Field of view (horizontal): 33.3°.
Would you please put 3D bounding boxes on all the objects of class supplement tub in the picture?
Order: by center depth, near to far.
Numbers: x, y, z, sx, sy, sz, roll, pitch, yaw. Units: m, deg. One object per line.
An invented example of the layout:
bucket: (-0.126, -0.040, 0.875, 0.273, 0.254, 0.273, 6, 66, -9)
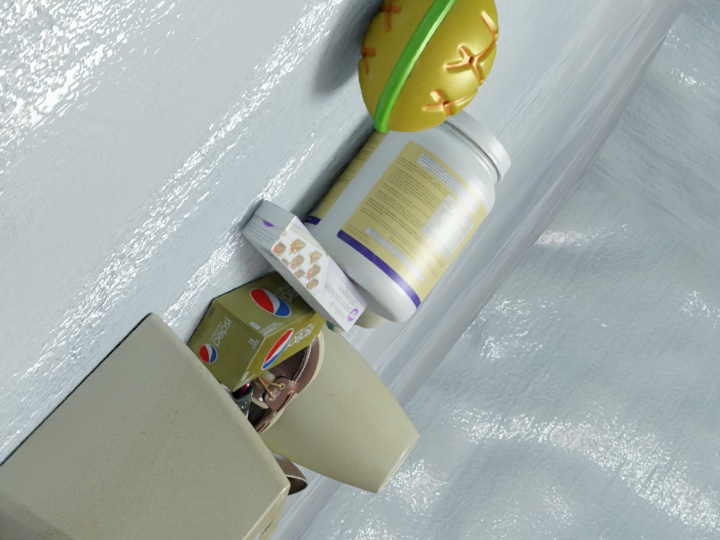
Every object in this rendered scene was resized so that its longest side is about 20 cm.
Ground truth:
supplement tub: (0.045, -0.065, 1.225, 0.200, 0.145, 0.145, -52, 169, -9)

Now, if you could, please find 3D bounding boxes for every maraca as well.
maraca: (0.066, -0.200, 0.995, 0.200, 0.107, 0.137, -59, 176, 25)

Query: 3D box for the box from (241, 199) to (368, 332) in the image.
box: (-0.049, -0.001, 1.131, 0.039, 0.041, 0.200, -54, 149, -9)

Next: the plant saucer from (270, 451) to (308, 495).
plant saucer: (-0.153, 0.212, 1.237, 0.200, 0.199, 0.032, 94, -7, -71)

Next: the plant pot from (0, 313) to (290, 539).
plant pot: (-0.172, 0.196, 1.008, 0.200, 0.177, 0.200, -48, 168, -28)

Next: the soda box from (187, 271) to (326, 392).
soda box: (-0.093, 0.052, 1.209, 0.068, 0.064, 0.200, -58, 169, 20)

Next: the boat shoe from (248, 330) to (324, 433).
boat shoe: (-0.107, 0.132, 1.395, 0.200, 0.072, 0.072, -54, 173, 36)

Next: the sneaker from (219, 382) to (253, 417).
sneaker: (-0.141, 0.147, 1.263, 0.086, 0.080, 0.200, -54, 171, -8)

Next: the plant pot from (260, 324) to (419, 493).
plant pot: (-0.029, 0.189, 1.550, 0.188, 0.200, 0.187, -52, 170, -13)

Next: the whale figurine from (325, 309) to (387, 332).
whale figurine: (0.000, 0.000, 1.435, 0.159, 0.104, 0.200, -51, -167, -17)
